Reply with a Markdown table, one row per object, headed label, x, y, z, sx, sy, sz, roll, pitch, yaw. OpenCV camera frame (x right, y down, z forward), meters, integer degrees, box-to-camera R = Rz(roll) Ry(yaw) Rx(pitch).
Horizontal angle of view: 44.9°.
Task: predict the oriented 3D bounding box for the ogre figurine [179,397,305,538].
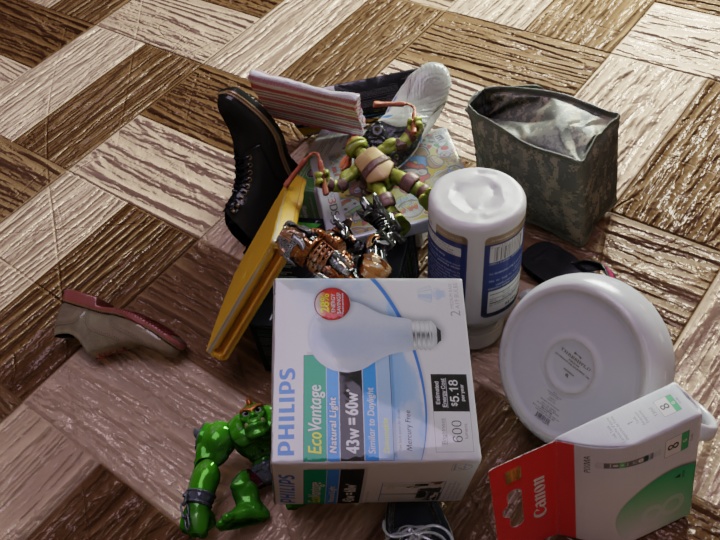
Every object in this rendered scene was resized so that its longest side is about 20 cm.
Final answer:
| label | x | y | z | sx | sy | sz | roll | pitch | yaw |
| --- | --- | --- | --- | --- | --- | --- | --- | --- | --- |
| ogre figurine | -0.107 | 0.207 | 0.954 | 0.197 | 0.098 | 0.122 | -26 | 63 | 9 |

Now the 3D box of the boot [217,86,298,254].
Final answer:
| label | x | y | z | sx | sy | sz | roll | pitch | yaw |
| --- | --- | --- | --- | --- | --- | --- | --- | --- | --- |
| boot | -0.163 | -0.138 | 1.217 | 0.077 | 0.201 | 0.139 | 2 | 46 | 49 |

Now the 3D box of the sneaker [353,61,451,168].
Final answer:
| label | x | y | z | sx | sy | sz | roll | pitch | yaw |
| --- | --- | --- | --- | --- | --- | --- | --- | --- | --- |
| sneaker | 0.058 | -0.193 | 1.171 | 0.071 | 0.073 | 0.201 | 35 | 68 | 5 |

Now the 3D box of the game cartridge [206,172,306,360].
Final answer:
| label | x | y | z | sx | sy | sz | roll | pitch | yaw |
| --- | --- | --- | --- | --- | --- | --- | --- | --- | --- |
| game cartridge | -0.125 | -0.009 | 1.088 | 0.032 | 0.178 | 0.201 | 28 | 27 | -11 |

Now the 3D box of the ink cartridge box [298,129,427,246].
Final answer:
| label | x | y | z | sx | sy | sz | roll | pitch | yaw |
| --- | --- | --- | --- | --- | --- | --- | --- | --- | --- |
| ink cartridge box | 0.016 | -0.123 | 1.238 | 0.196 | 0.085 | 0.146 | 10 | 48 | 21 |

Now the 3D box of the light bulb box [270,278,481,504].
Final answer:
| label | x | y | z | sx | sy | sz | roll | pitch | yaw |
| --- | --- | --- | --- | --- | --- | --- | --- | --- | --- |
| light bulb box | 0.007 | 0.121 | 0.882 | 0.195 | 0.126 | 0.202 | -1 | 58 | -4 |

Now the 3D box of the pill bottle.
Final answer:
| label | x | y | z | sx | sy | sz | roll | pitch | yaw |
| --- | --- | --- | --- | --- | --- | --- | --- | --- | --- |
| pill bottle | 0.132 | -0.008 | 1.016 | 0.108 | 0.203 | 0.112 | -2 | 42 | 2 |

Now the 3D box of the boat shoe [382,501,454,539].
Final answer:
| label | x | y | z | sx | sy | sz | roll | pitch | yaw |
| --- | --- | --- | --- | --- | --- | --- | --- | --- | --- |
| boat shoe | 0.058 | 0.287 | 0.856 | 0.073 | 0.062 | 0.202 | -10 | 45 | 6 |

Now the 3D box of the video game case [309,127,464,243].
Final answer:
| label | x | y | z | sx | sy | sz | roll | pitch | yaw |
| --- | --- | --- | --- | --- | --- | --- | --- | --- | --- |
| video game case | 0.041 | -0.110 | 1.140 | 0.196 | 0.023 | 0.184 | -13 | 44 | -3 |

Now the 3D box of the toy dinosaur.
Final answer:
| label | x | y | z | sx | sy | sz | roll | pitch | yaw |
| --- | --- | --- | --- | --- | --- | --- | --- | --- | --- |
| toy dinosaur | 0.000 | 0.000 | 0.977 | 0.102 | 0.200 | 0.136 | -36 | 19 | 25 |

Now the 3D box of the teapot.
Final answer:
| label | x | y | z | sx | sy | sz | roll | pitch | yaw |
| --- | --- | --- | --- | --- | --- | --- | --- | --- | --- |
| teapot | 0.257 | 0.097 | 0.935 | 0.195 | 0.145 | 0.204 | -19 | 79 | 36 |

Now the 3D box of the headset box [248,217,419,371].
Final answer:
| label | x | y | z | sx | sy | sz | roll | pitch | yaw |
| --- | --- | --- | --- | --- | --- | --- | --- | --- | --- |
| headset box | -0.025 | 0.028 | 1.100 | 0.170 | 0.094 | 0.202 | 4 | 47 | 16 |

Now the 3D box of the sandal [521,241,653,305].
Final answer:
| label | x | y | z | sx | sy | sz | roll | pitch | yaw |
| --- | --- | --- | --- | --- | --- | --- | --- | --- | --- |
| sandal | 0.275 | 0.015 | 1.075 | 0.075 | 0.046 | 0.199 | -35 | 49 | -20 |

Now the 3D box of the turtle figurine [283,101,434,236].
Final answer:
| label | x | y | z | sx | sy | sz | roll | pitch | yaw |
| --- | --- | --- | --- | --- | --- | --- | --- | --- | --- |
| turtle figurine | 0.016 | -0.114 | 1.079 | 0.198 | 0.065 | 0.162 | -31 | 59 | -12 |

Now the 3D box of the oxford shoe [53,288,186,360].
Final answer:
| label | x | y | z | sx | sy | sz | roll | pitch | yaw |
| --- | --- | --- | --- | --- | --- | --- | --- | --- | --- |
| oxford shoe | -0.317 | 0.088 | 1.145 | 0.197 | 0.070 | 0.076 | 17 | 79 | 24 |

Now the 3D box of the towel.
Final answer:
| label | x | y | z | sx | sy | sz | roll | pitch | yaw |
| --- | --- | --- | --- | --- | --- | --- | --- | --- | --- |
| towel | -0.065 | -0.224 | 1.162 | 0.143 | 0.200 | 0.031 | 13 | 87 | 4 |

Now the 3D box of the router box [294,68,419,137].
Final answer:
| label | x | y | z | sx | sy | sz | roll | pitch | yaw |
| --- | --- | --- | --- | --- | --- | --- | --- | --- | --- |
| router box | -0.002 | -0.255 | 1.334 | 0.196 | 0.052 | 0.149 | -11 | 2 | 3 |

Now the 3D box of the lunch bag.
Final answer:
| label | x | y | z | sx | sy | sz | roll | pitch | yaw |
| --- | --- | --- | --- | --- | --- | --- | --- | --- | --- |
| lunch bag | 0.235 | -0.151 | 1.159 | 0.198 | 0.165 | 0.118 | 27 | 63 | 32 |

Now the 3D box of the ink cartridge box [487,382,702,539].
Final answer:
| label | x | y | z | sx | sy | sz | roll | pitch | yaw |
| --- | --- | --- | --- | --- | --- | --- | --- | --- | --- |
| ink cartridge box | 0.223 | 0.209 | 0.823 | 0.197 | 0.163 | 0.050 | -23 | 42 | -10 |
